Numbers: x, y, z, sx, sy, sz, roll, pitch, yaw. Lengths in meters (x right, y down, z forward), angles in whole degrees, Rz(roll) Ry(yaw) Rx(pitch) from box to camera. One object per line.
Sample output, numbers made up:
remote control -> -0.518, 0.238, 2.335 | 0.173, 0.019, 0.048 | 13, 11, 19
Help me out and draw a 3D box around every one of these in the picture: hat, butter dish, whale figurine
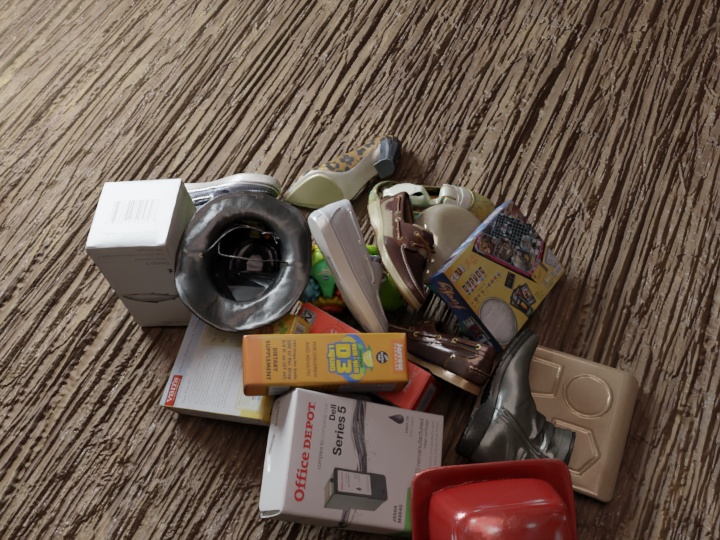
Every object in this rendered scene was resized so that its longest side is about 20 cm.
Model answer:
hat -> -0.152, -0.002, 1.109 | 0.200, 0.081, 0.201 | 0, 66, 0
butter dish -> 0.165, 0.321, 0.913 | 0.199, 0.148, 0.201 | -3, 88, -8
whale figurine -> 0.133, 0.006, 1.208 | 0.159, 0.104, 0.201 | -11, 75, -40

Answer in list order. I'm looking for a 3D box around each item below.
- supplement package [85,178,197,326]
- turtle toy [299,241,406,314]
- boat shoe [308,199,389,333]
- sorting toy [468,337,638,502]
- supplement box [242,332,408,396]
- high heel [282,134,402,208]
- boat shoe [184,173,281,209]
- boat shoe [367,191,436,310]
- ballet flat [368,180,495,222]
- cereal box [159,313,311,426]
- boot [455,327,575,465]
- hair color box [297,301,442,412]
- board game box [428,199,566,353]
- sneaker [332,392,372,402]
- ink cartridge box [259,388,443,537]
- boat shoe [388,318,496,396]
supplement package -> -0.285, -0.020, 1.178 | 0.116, 0.200, 0.118 | -3, 55, 9
turtle toy -> -0.022, 0.011, 1.193 | 0.199, 0.146, 0.101 | -2, 78, 3
boat shoe -> 0.000, 0.000, 1.103 | 0.068, 0.072, 0.200 | -30, 102, -13
sorting toy -> 0.254, 0.193, 1.106 | 0.199, 0.037, 0.185 | 19, 60, 11
supplement box -> -0.043, 0.113, 1.012 | 0.199, 0.069, 0.067 | 0, 71, -11
high heel -> -0.027, -0.162, 1.362 | 0.199, 0.072, 0.143 | -17, 22, 16
boat shoe -> -0.223, -0.091, 1.310 | 0.199, 0.075, 0.093 | -7, 62, 9
boat shoe -> 0.065, -0.035, 1.121 | 0.072, 0.072, 0.200 | -27, 41, 11
ballet flat -> 0.111, -0.108, 1.294 | 0.199, 0.071, 0.071 | 3, 57, 6
cereal box -> -0.170, 0.127, 1.109 | 0.199, 0.040, 0.144 | 0, 64, 38
boot -> 0.217, 0.184, 1.061 | 0.130, 0.068, 0.200 | 28, 67, 8
hair color box -> 0.005, 0.123, 1.120 | 0.200, 0.102, 0.061 | 28, 82, 20
board game box -> 0.196, 0.006, 1.162 | 0.136, 0.035, 0.200 | 52, 51, -5
sneaker -> -0.080, 0.147, 1.136 | 0.200, 0.073, 0.115 | 2, 53, 5
ink cartridge box -> -0.008, 0.235, 1.002 | 0.199, 0.084, 0.146 | 14, 68, -20
boat shoe -> 0.097, 0.102, 1.120 | 0.200, 0.070, 0.071 | 22, 88, 40
